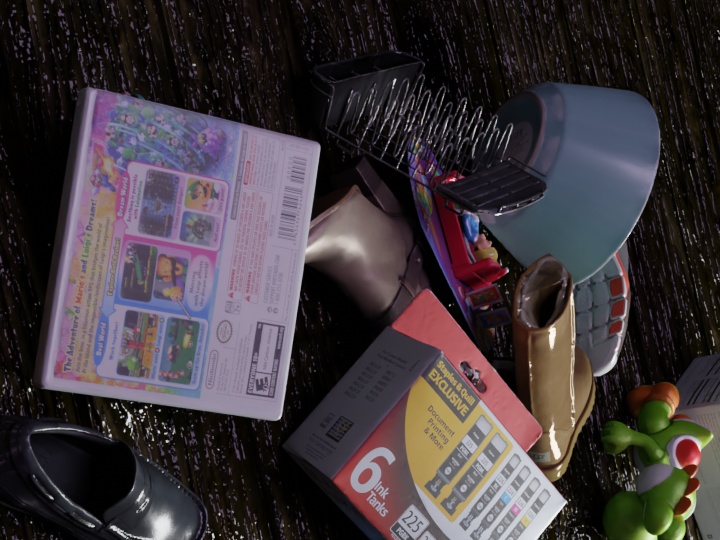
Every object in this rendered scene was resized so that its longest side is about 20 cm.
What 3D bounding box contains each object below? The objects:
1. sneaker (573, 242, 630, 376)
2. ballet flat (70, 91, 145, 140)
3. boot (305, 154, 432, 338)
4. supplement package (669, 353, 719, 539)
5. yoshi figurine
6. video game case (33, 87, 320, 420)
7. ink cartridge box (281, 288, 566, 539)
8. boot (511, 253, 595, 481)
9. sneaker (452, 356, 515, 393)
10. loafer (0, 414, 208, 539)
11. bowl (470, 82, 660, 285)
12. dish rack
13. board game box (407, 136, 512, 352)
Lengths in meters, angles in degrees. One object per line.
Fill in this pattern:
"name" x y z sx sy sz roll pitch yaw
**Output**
"sneaker" 0.253 0.018 1.642 0.082 0.076 0.202 35 53 -50
"ballet flat" -0.144 -0.031 1.143 0.064 0.076 0.201 -33 104 -20
"boot" 0.000 0.000 1.309 0.200 0.070 0.147 -47 116 -51
"supplement package" 0.467 0.193 1.764 0.147 0.199 0.193 -39 111 -51
"yoshi figurine" 0.290 0.212 1.636 0.201 0.111 0.113 -71 175 -55
"video game case" -0.122 -0.008 1.099 0.181 0.024 0.202 11 84 -30
"ink cartridge box" 0.067 0.146 1.277 0.176 0.084 0.200 -49 123 -12
"boot" 0.176 0.067 1.447 0.176 0.065 0.201 -74 162 -48
"sneaker" 0.080 0.133 1.373 0.199 0.075 0.117 4 79 -53
"loafer" -0.166 0.143 1.039 0.200 0.070 0.069 32 55 -44
"bowl" 0.176 -0.096 1.500 0.104 0.200 0.202 23 59 -24
"dish rack" 0.064 -0.114 1.352 0.153 0.199 0.055 -24 140 -54
"board game box" 0.098 -0.031 1.423 0.158 0.039 0.201 -82 150 -59
